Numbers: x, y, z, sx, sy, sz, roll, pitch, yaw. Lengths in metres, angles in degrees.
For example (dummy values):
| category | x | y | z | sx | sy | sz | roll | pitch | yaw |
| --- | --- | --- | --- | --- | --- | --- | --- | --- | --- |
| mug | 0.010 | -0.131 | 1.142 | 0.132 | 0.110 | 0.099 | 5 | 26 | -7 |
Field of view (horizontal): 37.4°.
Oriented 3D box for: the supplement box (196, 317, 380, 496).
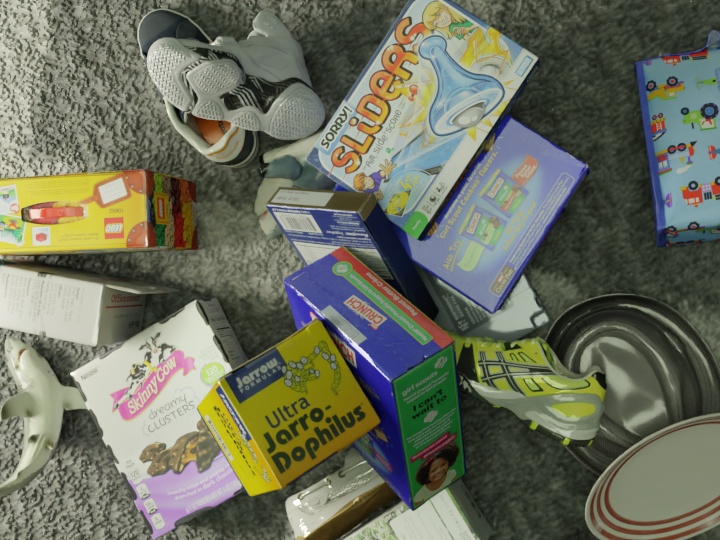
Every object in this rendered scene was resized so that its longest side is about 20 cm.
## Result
| category | x | y | z | sx | sy | sz | roll | pitch | yaw |
| --- | --- | --- | --- | --- | --- | --- | --- | --- | --- |
| supplement box | -0.074 | 0.135 | 0.999 | 0.108 | 0.200 | 0.110 | -31 | 85 | -19 |

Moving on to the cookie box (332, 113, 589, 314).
| category | x | y | z | sx | sy | sz | roll | pitch | yaw |
| --- | --- | --- | --- | --- | --- | --- | --- | --- | --- |
| cookie box | 0.097 | -0.084 | 1.047 | 0.199 | 0.075 | 0.172 | 34 | 96 | 10 |

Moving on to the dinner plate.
| category | x | y | z | sx | sy | sz | roll | pitch | yaw |
| --- | --- | --- | --- | --- | --- | --- | --- | --- | --- |
| dinner plate | 0.304 | 0.196 | 1.007 | 0.199 | 0.200 | 0.024 | -29 | 44 | 10 |

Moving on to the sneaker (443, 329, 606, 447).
| category | x | y | z | sx | sy | sz | roll | pitch | yaw |
| --- | --- | --- | --- | --- | --- | --- | --- | --- | --- |
| sneaker | 0.141 | 0.091 | 1.011 | 0.198 | 0.075 | 0.077 | 25 | 100 | 14 |

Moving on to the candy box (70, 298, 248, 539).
| category | x | y | z | sx | sy | sz | roll | pitch | yaw |
| --- | --- | --- | --- | --- | --- | --- | --- | --- | --- |
| candy box | -0.189 | 0.156 | 1.143 | 0.167 | 0.072 | 0.201 | -30 | 85 | 9 |

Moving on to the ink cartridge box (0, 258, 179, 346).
| category | x | y | z | sx | sy | sz | roll | pitch | yaw |
| --- | --- | --- | --- | --- | --- | --- | --- | --- | --- |
| ink cartridge box | -0.309 | 0.036 | 1.145 | 0.198 | 0.116 | 0.067 | 10 | 92 | 12 |

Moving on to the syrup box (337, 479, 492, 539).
| category | x | y | z | sx | sy | sz | roll | pitch | yaw |
| --- | --- | --- | --- | --- | --- | --- | --- | --- | --- |
| syrup box | 0.030 | 0.292 | 1.094 | 0.199 | 0.081 | 0.079 | -34 | 82 | 10 |

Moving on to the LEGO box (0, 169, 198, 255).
| category | x | y | z | sx | sy | sz | roll | pitch | yaw |
| --- | --- | --- | --- | --- | --- | --- | --- | --- | --- |
| LEGO box | -0.289 | -0.057 | 1.124 | 0.198 | 0.149 | 0.078 | -2 | 90 | 12 |

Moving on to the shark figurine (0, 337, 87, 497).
| category | x | y | z | sx | sy | sz | roll | pitch | yaw |
| --- | --- | --- | --- | --- | --- | --- | --- | --- | --- |
| shark figurine | -0.369 | 0.193 | 1.168 | 0.127 | 0.216 | 0.090 | 25 | 138 | -18 |

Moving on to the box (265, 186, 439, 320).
| category | x | y | z | sx | sy | sz | roll | pitch | yaw |
| --- | --- | --- | --- | --- | --- | --- | --- | --- | --- |
| box | 0.000 | 0.000 | 1.054 | 0.120 | 0.201 | 0.033 | 7 | 51 | 39 |

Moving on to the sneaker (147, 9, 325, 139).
| category | x | y | z | sx | sy | sz | roll | pitch | yaw |
| --- | --- | --- | --- | --- | --- | --- | --- | --- | --- |
| sneaker | -0.129 | -0.210 | 1.074 | 0.075 | 0.199 | 0.116 | -41 | 47 | 36 |

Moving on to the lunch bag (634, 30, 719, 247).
| category | x | y | z | sx | sy | sz | roll | pitch | yaw |
| --- | --- | --- | --- | --- | --- | --- | --- | --- | --- |
| lunch bag | 0.352 | -0.137 | 1.031 | 0.149 | 0.094 | 0.202 | -7 | 80 | 14 |

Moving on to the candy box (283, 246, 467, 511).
| category | x | y | z | sx | sy | sz | roll | pitch | yaw |
| --- | --- | --- | --- | --- | --- | --- | --- | --- | --- |
| candy box | 0.017 | 0.102 | 1.009 | 0.077 | 0.201 | 0.169 | -32 | 49 | -19 |

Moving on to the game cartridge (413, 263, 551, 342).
| category | x | y | z | sx | sy | sz | roll | pitch | yaw |
| --- | --- | --- | --- | --- | --- | --- | --- | --- | --- |
| game cartridge | 0.093 | -0.004 | 1.104 | 0.132 | 0.040 | 0.201 | -28 | 84 | 7 |

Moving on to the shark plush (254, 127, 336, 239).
| category | x | y | z | sx | sy | sz | roll | pitch | yaw |
| --- | --- | --- | --- | --- | --- | --- | --- | --- | --- |
| shark plush | -0.026 | -0.111 | 1.133 | 0.199 | 0.091 | 0.084 | -28 | 105 | -10 |

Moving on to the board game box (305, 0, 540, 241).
| category | x | y | z | sx | sy | sz | roll | pitch | yaw |
| --- | --- | --- | --- | --- | --- | --- | --- | --- | --- |
| board game box | 0.058 | -0.149 | 1.000 | 0.135 | 0.034 | 0.201 | 34 | 95 | 11 |

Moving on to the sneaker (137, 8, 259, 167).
| category | x | y | z | sx | sy | sz | roll | pitch | yaw |
| --- | --- | --- | --- | --- | --- | --- | --- | --- | --- |
| sneaker | -0.180 | -0.203 | 1.138 | 0.078 | 0.079 | 0.201 | -37 | 82 | 10 |

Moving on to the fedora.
| category | x | y | z | sx | sy | sz | roll | pitch | yaw |
| --- | --- | --- | --- | --- | --- | --- | --- | --- | --- |
| fedora | 0.265 | 0.119 | 1.040 | 0.176 | 0.090 | 0.201 | -31 | 84 | 10 |

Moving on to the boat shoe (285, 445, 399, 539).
| category | x | y | z | sx | sy | sz | roll | pitch | yaw |
| --- | --- | --- | --- | --- | --- | --- | --- | --- | --- |
| boat shoe | 0.008 | 0.209 | 1.105 | 0.199 | 0.071 | 0.070 | -32 | 58 | -1 |
